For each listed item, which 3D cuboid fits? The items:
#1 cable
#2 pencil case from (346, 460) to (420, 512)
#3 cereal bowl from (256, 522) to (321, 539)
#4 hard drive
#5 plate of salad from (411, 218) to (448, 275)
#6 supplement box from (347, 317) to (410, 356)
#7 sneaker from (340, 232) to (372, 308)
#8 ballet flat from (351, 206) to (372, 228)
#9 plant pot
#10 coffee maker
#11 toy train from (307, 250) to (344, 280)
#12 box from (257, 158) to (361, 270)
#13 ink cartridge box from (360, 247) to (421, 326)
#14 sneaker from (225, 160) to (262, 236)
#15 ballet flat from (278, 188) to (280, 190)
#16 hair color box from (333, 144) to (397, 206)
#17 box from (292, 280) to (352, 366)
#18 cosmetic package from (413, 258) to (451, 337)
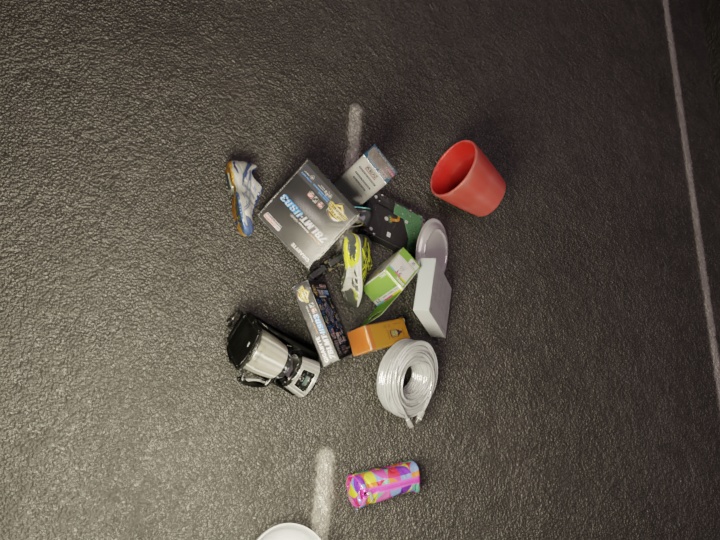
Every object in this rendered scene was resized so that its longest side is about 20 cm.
[{"bbox_3d":[0.125,0.280,1.680,0.202,0.068,0.201,-54,129,-22],"label":"cable"},{"bbox_3d":[0.059,0.529,1.590,0.196,0.088,0.091,-5,75,-33],"label":"pencil case"},{"bbox_3d":[-0.164,0.661,1.400,0.195,0.083,0.205,9,65,-20],"label":"cereal bowl"},{"bbox_3d":[0.092,-0.132,1.874,0.196,0.038,0.143,24,62,-21],"label":"hard drive"},{"bbox_3d":[0.202,-0.050,1.877,0.198,0.047,0.206,-13,105,-54],"label":"plate of salad"},{"bbox_3d":[0.051,0.173,1.683,0.198,0.068,0.068,-4,73,-54],"label":"supplement box"},{"bbox_3d":[0.000,0.000,1.718,0.083,0.073,0.206,-10,108,-43],"label":"sneaker"},{"bbox_3d":[-0.062,-0.154,1.764,0.195,0.073,0.075,10,67,-15],"label":"ballet flat"},{"bbox_3d":[0.344,-0.274,1.996,0.175,0.199,0.205,30,59,-28],"label":"plant pot"},{"bbox_3d":[-0.202,0.189,1.510,0.198,0.134,0.194,34,25,-33],"label":"coffee maker"},{"bbox_3d":[-0.068,-0.024,1.735,0.198,0.046,0.034,-35,86,-34],"label":"toy train"},{"bbox_3d":[-0.132,-0.144,1.656,0.198,0.050,0.200,-44,88,5],"label":"box"},{"bbox_3d":[0.055,0.049,1.718,0.076,0.147,0.200,45,56,-5],"label":"ink cartridge box"},{"bbox_3d":[-0.285,-0.189,1.641,0.086,0.075,0.206,-5,76,-27],"label":"sneaker"},{"bbox_3d":[-0.162,-0.132,1.711,0.070,0.070,0.203,-30,90,-35],"label":"ballet flat"},{"bbox_3d":[0.007,-0.249,1.765,0.100,0.199,0.061,49,56,-6],"label":"hair color box"},{"bbox_3d":[-0.089,0.126,1.581,0.049,0.200,0.203,-24,85,6],"label":"box"},{"bbox_3d":[0.203,0.079,1.786,0.201,0.050,0.155,53,41,-56],"label":"cosmetic package"}]
